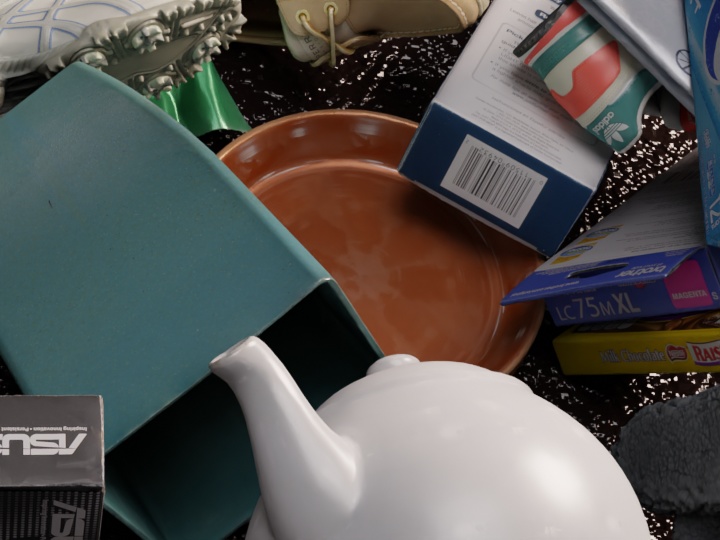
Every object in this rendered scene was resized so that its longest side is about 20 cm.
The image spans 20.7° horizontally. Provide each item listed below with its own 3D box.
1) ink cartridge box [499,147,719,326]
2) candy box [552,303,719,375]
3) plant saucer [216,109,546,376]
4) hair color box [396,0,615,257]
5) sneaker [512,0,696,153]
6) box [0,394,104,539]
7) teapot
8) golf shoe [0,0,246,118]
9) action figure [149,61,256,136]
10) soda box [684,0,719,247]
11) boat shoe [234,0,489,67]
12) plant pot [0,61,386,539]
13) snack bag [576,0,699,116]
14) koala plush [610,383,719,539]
[{"bbox_3d":[0.177,-0.020,1.042,0.200,0.119,0.042,-32,105,-40],"label":"ink cartridge box"},{"bbox_3d":[0.194,0.020,0.997,0.102,0.200,0.026,-28,101,-29],"label":"candy box"},{"bbox_3d":[0.000,0.000,1.059,0.200,0.032,0.201,6,55,-8],"label":"plant saucer"},{"bbox_3d":[0.105,-0.106,1.111,0.100,0.061,0.200,30,45,1],"label":"hair color box"},{"bbox_3d":[0.172,-0.122,1.078,0.200,0.070,0.093,-28,80,-41],"label":"sneaker"},{"bbox_3d":[-0.192,0.120,0.830,0.160,0.200,0.044,2,55,-11],"label":"box"},{"bbox_3d":[0.034,0.108,0.894,0.197,0.200,0.146,-8,62,-11],"label":"teapot"},{"bbox_3d":[-0.162,-0.125,1.009,0.200,0.078,0.097,-20,67,-11],"label":"golf shoe"},{"bbox_3d":[-0.135,-0.161,1.093,0.118,0.055,0.200,-3,74,-36],"label":"action figure"},{"bbox_3d":[0.206,-0.103,0.968,0.068,0.064,0.200,13,56,-18],"label":"soda box"},{"bbox_3d":[-0.025,-0.148,1.113,0.200,0.074,0.069,9,63,30],"label":"boat shoe"},{"bbox_3d":[-0.104,0.008,0.947,0.141,0.141,0.200,-38,60,-3],"label":"plant pot"},{"bbox_3d":[0.222,-0.134,1.050,0.189,0.021,0.200,45,50,6],"label":"snack bag"},{"bbox_3d":[0.255,0.134,0.946,0.200,0.184,0.178,10,63,-30],"label":"koala plush"}]
